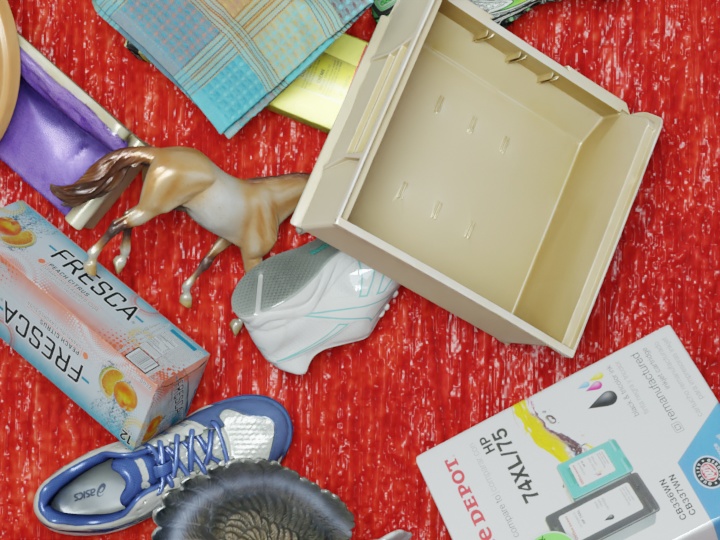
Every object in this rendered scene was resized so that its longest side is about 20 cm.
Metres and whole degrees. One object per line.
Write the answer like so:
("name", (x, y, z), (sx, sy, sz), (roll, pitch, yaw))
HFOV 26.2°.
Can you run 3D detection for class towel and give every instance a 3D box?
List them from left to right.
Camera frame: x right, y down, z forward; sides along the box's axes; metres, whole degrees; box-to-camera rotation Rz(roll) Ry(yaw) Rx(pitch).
("towel", (-0.092, -0.187, 1.061), (0.147, 0.200, 0.022), (45, 49, -10))

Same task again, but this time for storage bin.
("storage bin", (0.085, -0.074, 1.081), (0.199, 0.094, 0.200), (28, 78, -21))

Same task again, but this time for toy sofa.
("toy sofa", (-0.255, -0.124, 1.146), (0.200, 0.098, 0.083), (41, 91, 4))

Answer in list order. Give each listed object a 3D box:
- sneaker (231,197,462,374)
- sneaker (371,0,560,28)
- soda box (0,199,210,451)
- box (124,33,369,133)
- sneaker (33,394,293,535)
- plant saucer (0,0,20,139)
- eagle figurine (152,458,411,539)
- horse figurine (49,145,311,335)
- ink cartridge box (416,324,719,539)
("sneaker", (0.000, 0.000, 1.149), (0.199, 0.070, 0.081), (-33, 125, -12))
("sneaker", (0.104, -0.206, 1.152), (0.198, 0.078, 0.086), (-3, 94, 12))
("soda box", (-0.206, 0.037, 1.120), (0.199, 0.063, 0.069), (38, 125, 18))
("box", (-0.071, -0.160, 1.161), (0.198, 0.050, 0.076), (23, 91, 3))
("sneaker", (-0.143, 0.150, 1.132), (0.198, 0.088, 0.076), (-23, 85, 0))
("plant saucer", (-0.339, -0.156, 1.112), (0.198, 0.037, 0.202), (5, 107, 17))
("eagle figurine", (-0.065, 0.212, 1.091), (0.200, 0.151, 0.152), (39, 97, -3))
("horse figurine", (-0.120, -0.038, 1.120), (0.199, 0.050, 0.133), (25, 104, -31))
("ink cartridge box", (0.167, 0.170, 1.062), (0.199, 0.146, 0.147), (-28, 53, 1))
